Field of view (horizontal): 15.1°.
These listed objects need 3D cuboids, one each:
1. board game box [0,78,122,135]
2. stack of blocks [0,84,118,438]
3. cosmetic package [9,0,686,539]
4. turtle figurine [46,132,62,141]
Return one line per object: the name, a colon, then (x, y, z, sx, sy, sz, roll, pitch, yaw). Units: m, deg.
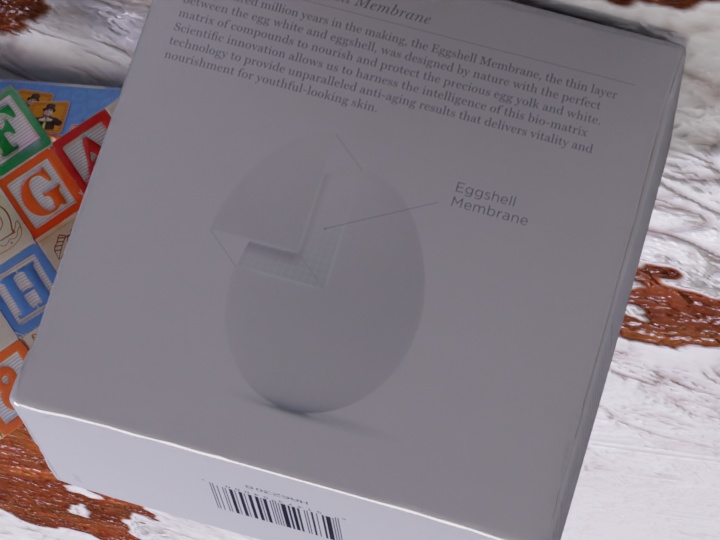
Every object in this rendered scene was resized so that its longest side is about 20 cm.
board game box: (-0.171, -0.028, 1.264, 0.199, 0.037, 0.151, 6, 141, 17)
stack of blocks: (-0.130, -0.015, 1.106, 0.115, 0.200, 0.059, 57, 154, -5)
cosmetic package: (0.000, 0.000, 1.024, 0.199, 0.200, 0.123, 15, 163, 7)
turtle figurine: (-0.226, -0.009, 1.180, 0.161, 0.065, 0.200, 19, 139, -30)
